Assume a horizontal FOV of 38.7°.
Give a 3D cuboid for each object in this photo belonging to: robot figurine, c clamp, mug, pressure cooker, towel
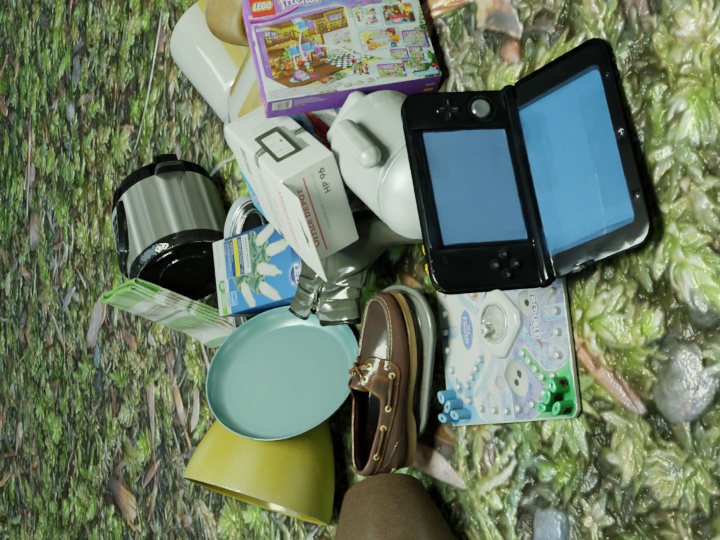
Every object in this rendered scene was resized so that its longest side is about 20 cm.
[{"bbox_3d":[0.044,-0.109,1.055,0.200,0.168,0.114,46,114,40],"label":"robot figurine"},{"bbox_3d":[0.034,0.104,1.181,0.171,0.027,0.203,41,129,55],"label":"c clamp"},{"bbox_3d":[-0.162,-0.290,1.407,0.154,0.148,0.188,59,144,26],"label":"mug"},{"bbox_3d":[-0.291,-0.070,1.583,0.175,0.178,0.202,-34,58,20],"label":"pressure cooker"},{"bbox_3d":[-0.280,0.070,1.545,0.148,0.198,0.031,-21,51,55],"label":"towel"}]

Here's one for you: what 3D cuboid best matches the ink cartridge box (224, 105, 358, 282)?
[{"bbox_3d":[-0.067,-0.088,1.114,0.200,0.067,0.117,46,160,49],"label":"ink cartridge box"}]

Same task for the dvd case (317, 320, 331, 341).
[{"bbox_3d":[-0.077,0.032,1.384,0.145,0.022,0.204,-9,82,57],"label":"dvd case"}]

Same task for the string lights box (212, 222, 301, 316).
[{"bbox_3d":[-0.105,-0.007,1.334,0.198,0.058,0.105,-16,78,42],"label":"string lights box"}]

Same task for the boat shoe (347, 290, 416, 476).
[{"bbox_3d":[0.021,0.126,1.124,0.070,0.069,0.204,3,97,60],"label":"boat shoe"}]

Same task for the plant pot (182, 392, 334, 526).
[{"bbox_3d":[-0.112,0.228,1.319,0.199,0.198,0.144,-8,59,57],"label":"plant pot"}]

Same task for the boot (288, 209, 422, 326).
[{"bbox_3d":[0.000,0.000,1.173,0.198,0.067,0.133,1,88,42],"label":"boot"}]

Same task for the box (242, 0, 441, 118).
[{"bbox_3d":[-0.022,-0.250,1.133,0.039,0.197,0.139,109,149,-67],"label":"box"}]

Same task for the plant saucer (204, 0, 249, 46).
[{"bbox_3d":[-0.096,-0.340,1.257,0.036,0.198,0.201,54,136,19],"label":"plant saucer"}]

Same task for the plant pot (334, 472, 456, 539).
[{"bbox_3d":[0.041,0.327,1.089,0.188,0.184,0.202,123,149,-41],"label":"plant pot"}]

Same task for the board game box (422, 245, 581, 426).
[{"bbox_3d":[0.135,0.053,1.047,0.199,0.026,0.204,-17,76,57],"label":"board game box"}]

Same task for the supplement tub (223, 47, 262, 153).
[{"bbox_3d":[-0.080,-0.228,1.270,0.201,0.143,0.146,-54,48,43],"label":"supplement tub"}]

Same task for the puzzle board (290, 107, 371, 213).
[{"bbox_3d":[-0.026,-0.123,1.195,0.200,0.017,0.151,42,136,0],"label":"puzzle board"}]

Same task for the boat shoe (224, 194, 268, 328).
[{"bbox_3d":[-0.153,-0.003,1.456,0.068,0.071,0.204,28,116,56],"label":"boat shoe"}]

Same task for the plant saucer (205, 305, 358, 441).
[{"bbox_3d":[-0.094,0.130,1.271,0.201,0.198,0.028,53,168,42],"label":"plant saucer"}]

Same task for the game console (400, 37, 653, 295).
[{"bbox_3d":[0.142,-0.095,0.926,0.117,0.173,0.203,120,144,-66],"label":"game console"}]
